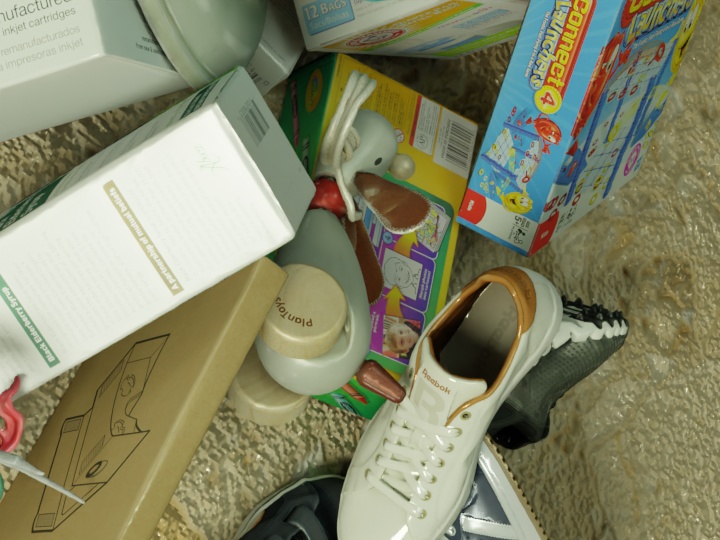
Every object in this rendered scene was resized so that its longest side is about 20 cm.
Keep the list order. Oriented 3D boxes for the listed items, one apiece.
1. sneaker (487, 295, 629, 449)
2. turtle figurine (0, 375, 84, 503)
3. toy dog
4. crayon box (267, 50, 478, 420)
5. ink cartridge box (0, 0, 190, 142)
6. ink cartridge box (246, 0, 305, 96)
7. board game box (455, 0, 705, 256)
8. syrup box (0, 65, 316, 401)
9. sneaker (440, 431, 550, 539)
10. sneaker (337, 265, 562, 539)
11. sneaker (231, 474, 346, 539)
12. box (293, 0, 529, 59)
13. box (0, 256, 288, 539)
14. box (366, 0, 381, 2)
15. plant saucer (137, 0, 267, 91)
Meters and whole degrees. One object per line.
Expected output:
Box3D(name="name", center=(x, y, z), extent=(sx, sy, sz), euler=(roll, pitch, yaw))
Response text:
Box3D(name="sneaker", center=(0.112, 0.070, 1.097), extent=(0.199, 0.066, 0.092), euler=(-12, 115, -53))
Box3D(name="turtle figurine", center=(-0.243, 0.093, 0.801), extent=(0.199, 0.101, 0.150), euler=(27, 110, -20))
Box3D(name="toy dog", center=(0.000, 0.000, 0.928), extent=(0.095, 0.132, 0.202), euler=(23, 76, -2))
Box3D(name="crayon box", center=(-0.002, -0.021, 1.033), extent=(0.118, 0.058, 0.202), euler=(24, 67, -30))
Box3D(name="ink cartridge box", center=(-0.190, -0.180, 0.845), extent=(0.145, 0.144, 0.202), euler=(-3, 78, -76))
Box3D(name="ink cartridge box", center=(-0.078, -0.228, 1.040), extent=(0.161, 0.050, 0.201), euler=(43, 45, -21))
Box3D(name="board game box", center=(0.155, -0.132, 1.065), extent=(0.056, 0.197, 0.200), euler=(28, 31, 19))
Box3D(name="syrup box", center=(-0.128, -0.015, 0.850), extent=(0.082, 0.199, 0.079), euler=(58, 16, -14))
Box3D(name="sneaker", center=(0.059, 0.175, 1.001), extent=(0.108, 0.070, 0.201), euler=(-30, 103, -1))
Box3D(name="sneaker", center=(0.036, 0.082, 0.926), extent=(0.201, 0.072, 0.085), euler=(-61, 158, 5))
Box3D(name="sneaker", center=(-0.050, 0.185, 0.944), extent=(0.200, 0.079, 0.079), euler=(-37, 101, -37))
Box3D(name="box", center=(0.048, -0.199, 1.036), extent=(0.199, 0.112, 0.103), euler=(-9, 85, -60))
Box3D(name="box", center=(-0.127, 0.088, 0.853), extent=(0.021, 0.163, 0.201), euler=(40, 60, -23))
Box3D(name="box", center=(-0.026, -0.188, 0.847), extent=(0.199, 0.049, 0.083), euler=(-8, 96, -59))
Box3D(name="plant saucer", center=(-0.084, -0.195, 0.880), extent=(0.200, 0.050, 0.202), euler=(-14, 90, -77))
